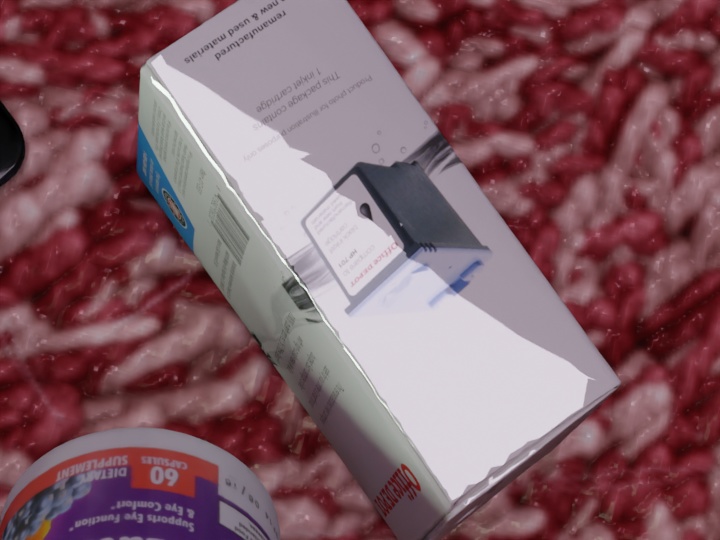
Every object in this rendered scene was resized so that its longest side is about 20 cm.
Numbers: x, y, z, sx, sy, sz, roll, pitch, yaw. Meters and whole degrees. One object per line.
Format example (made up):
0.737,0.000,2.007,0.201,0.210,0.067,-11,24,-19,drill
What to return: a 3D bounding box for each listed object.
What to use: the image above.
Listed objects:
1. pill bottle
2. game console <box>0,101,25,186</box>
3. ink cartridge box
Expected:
-0.082,0.162,0.890,0.110,0.112,0.201,1,40,-4,pill bottle
-0.259,-0.085,0.979,0.119,0.172,0.200,-40,82,16,game console
0.000,0.000,0.961,0.086,0.146,0.200,-35,83,-12,ink cartridge box
